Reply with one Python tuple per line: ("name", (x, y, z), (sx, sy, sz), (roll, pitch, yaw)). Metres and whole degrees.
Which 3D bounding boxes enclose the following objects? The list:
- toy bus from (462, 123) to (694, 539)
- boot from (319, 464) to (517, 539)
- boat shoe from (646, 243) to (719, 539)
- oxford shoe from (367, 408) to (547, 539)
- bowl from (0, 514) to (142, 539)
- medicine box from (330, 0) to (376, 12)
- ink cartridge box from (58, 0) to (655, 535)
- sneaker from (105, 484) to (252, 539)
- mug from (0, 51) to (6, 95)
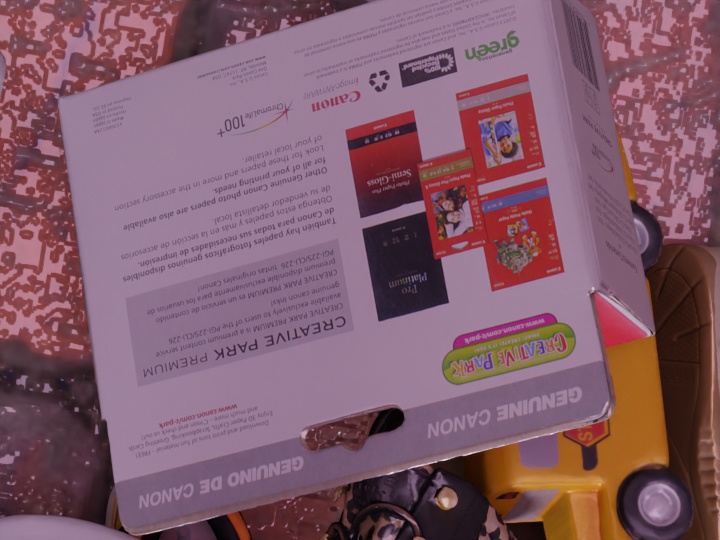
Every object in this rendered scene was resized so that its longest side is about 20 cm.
("toy bus", (0.079, 0.034, 1.027), (0.078, 0.065, 0.202), (-1, 72, -10))
("boot", (-0.014, 0.134, 0.934), (0.200, 0.073, 0.151), (43, 58, -38))
("boat shoe", (0.152, 0.089, 1.071), (0.069, 0.074, 0.202), (-3, 100, -31))
("oxford shoe", (0.069, 0.138, 1.056), (0.072, 0.084, 0.201), (-32, 95, -3))
("bowl", (-0.121, 0.202, 0.984), (0.199, 0.090, 0.203), (8, 113, 18))
("medicine box", (0.022, -0.228, 1.019), (0.182, 0.103, 0.201), (-34, 98, -4))
("ink cartridge box", (0.000, 0.000, 0.976), (0.199, 0.084, 0.177), (-14, 72, 18))
("sneaker", (-0.062, 0.174, 1.036), (0.069, 0.090, 0.202), (-11, 94, -7))
("mug", (-0.235, -0.036, 0.974), (0.174, 0.148, 0.202), (15, 92, -11))
